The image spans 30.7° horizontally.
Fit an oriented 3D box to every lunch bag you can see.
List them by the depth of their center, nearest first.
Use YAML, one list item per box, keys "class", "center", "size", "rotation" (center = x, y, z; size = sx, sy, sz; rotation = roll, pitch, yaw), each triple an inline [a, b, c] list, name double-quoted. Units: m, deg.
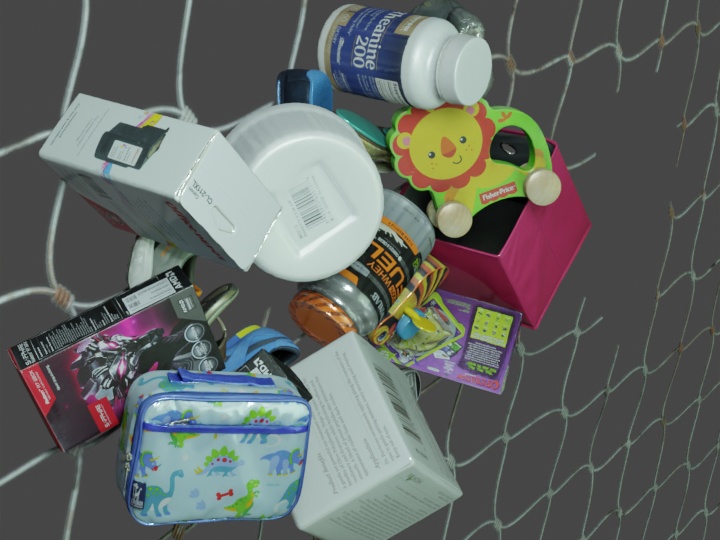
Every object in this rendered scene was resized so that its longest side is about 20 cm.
- class: "lunch bag"
  center: [-0.156, 0.186, 1.396]
  size: [0.200, 0.082, 0.161]
  rotation: [5, 108, -24]

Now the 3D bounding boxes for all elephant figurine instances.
- class: "elephant figurine"
  center: [0.113, -0.252, 1.756]
  size: [0.155, 0.141, 0.200]
  rotation: [-37, 128, -22]

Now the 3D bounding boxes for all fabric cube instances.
- class: "fabric cube"
  center: [0.187, -0.068, 1.878]
  size: [0.200, 0.196, 0.199]
  rotation: [-60, 143, -19]

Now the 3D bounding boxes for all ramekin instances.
- class: "ramekin"
  center: [-0.069, -0.085, 1.510]
  size: [0.200, 0.098, 0.201]
  rotation: [-6, 112, -16]

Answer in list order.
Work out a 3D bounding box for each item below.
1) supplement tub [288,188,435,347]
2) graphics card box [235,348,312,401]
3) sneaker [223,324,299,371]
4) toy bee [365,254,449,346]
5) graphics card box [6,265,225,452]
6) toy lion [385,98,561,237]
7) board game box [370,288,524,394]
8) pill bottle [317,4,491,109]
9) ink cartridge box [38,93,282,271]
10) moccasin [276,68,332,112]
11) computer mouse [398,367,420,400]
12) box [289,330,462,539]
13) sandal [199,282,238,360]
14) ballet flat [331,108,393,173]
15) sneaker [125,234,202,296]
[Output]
- class: "supplement tub"
  center: [0.000, 0.000, 1.709]
  size: [0.200, 0.122, 0.123]
  rotation: [-54, 141, -26]
- class: "graphics card box"
  center: [-0.157, 0.182, 1.510]
  size: [0.200, 0.051, 0.125]
  rotation: [-41, 159, -2]
- class: "sneaker"
  center: [-0.155, 0.135, 1.590]
  size: [0.200, 0.078, 0.066]
  rotation: [-38, 135, -38]
- class: "toy bee"
  center: [0.042, 0.063, 1.783]
  size: [0.109, 0.131, 0.200]
  rotation: [24, 82, -63]
- class: "graphics card box"
  center: [-0.253, 0.093, 1.383]
  size: [0.200, 0.051, 0.126]
  rotation: [-27, 128, -15]
- class: "toy lion"
  center: [0.139, -0.154, 1.687]
  size: [0.200, 0.069, 0.192]
  rotation: [-19, 108, -5]
- class: "board game box"
  center: [0.120, 0.090, 1.851]
  size: [0.032, 0.200, 0.120]
  rotation: [16, 90, -74]
- class: "pill bottle"
  center: [0.055, -0.259, 1.604]
  size: [0.111, 0.200, 0.111]
  rotation: [-27, 125, -47]
- class: "ink cartridge box"
  center: [-0.199, -0.089, 1.319]
  size: [0.083, 0.200, 0.146]
  rotation: [-60, 144, -17]
- class: "moccasin"
  center: [-0.073, -0.148, 1.593]
  size: [0.080, 0.068, 0.201]
  rotation: [-23, 124, -57]
- class: "computer mouse"
  center: [0.009, 0.197, 1.881]
  size: [0.200, 0.044, 0.110]
  rotation: [-26, 120, -40]
- class: "box"
  center: [-0.008, 0.224, 1.664]
  size: [0.171, 0.199, 0.200]
  rotation: [-31, 149, 8]
- class: "sandal"
  center: [-0.189, 0.104, 1.511]
  size: [0.057, 0.080, 0.201]
  rotation: [26, 95, -13]
- class: "ballet flat"
  center: [0.016, -0.162, 1.720]
  size: [0.200, 0.071, 0.071]
  rotation: [6, 99, -54]
- class: "sneaker"
  center: [-0.219, 0.051, 1.446]
  size: [0.074, 0.079, 0.201]
  rotation: [-44, 145, -73]
